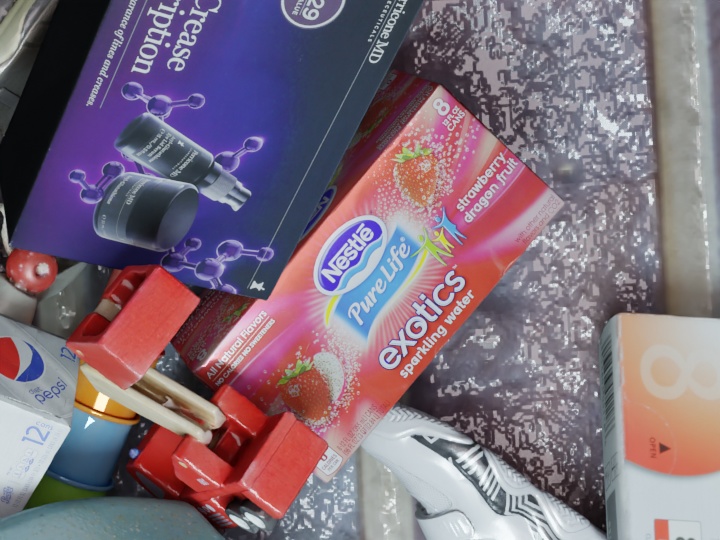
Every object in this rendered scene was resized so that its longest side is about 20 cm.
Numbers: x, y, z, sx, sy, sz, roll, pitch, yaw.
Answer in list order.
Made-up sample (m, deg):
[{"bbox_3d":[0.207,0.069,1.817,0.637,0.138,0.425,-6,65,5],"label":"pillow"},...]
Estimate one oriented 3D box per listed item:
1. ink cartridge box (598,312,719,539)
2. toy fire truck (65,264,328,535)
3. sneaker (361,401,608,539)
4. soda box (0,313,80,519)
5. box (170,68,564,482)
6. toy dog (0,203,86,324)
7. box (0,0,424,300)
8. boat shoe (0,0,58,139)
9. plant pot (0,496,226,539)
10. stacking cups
[{"bbox_3d":[0.232,0.109,1.057,0.199,0.050,0.163,2,64,-4],"label":"ink cartridge box"},{"bbox_3d":[-0.092,0.070,0.970,0.141,0.200,0.049,39,69,-10],"label":"toy fire truck"},{"bbox_3d":[0.059,0.161,1.070,0.200,0.075,0.115,35,86,-6],"label":"sneaker"},{"bbox_3d":[-0.214,0.116,1.006,0.063,0.068,0.200,23,122,-18],"label":"soda box"},{"bbox_3d":[0.000,0.000,1.047,0.100,0.095,0.200,42,88,-18],"label":"box"},{"bbox_3d":[-0.173,-0.042,1.047,0.200,0.096,0.132,-40,124,-19],"label":"toy dog"},{"bbox_3d":[-0.074,-0.094,0.924,0.141,0.079,0.200,10,126,-26],"label":"box"},{"bbox_3d":[-0.233,-0.094,1.063,0.073,0.075,0.200,38,85,13],"label":"boat shoe"},{"bbox_3d":[-0.129,0.228,0.963,0.200,0.197,0.196,-31,62,-34],"label":"plant pot"},{"bbox_3d":[-0.146,0.092,1.052,0.060,0.061,0.200,27,98,-3],"label":"stacking cups"}]
